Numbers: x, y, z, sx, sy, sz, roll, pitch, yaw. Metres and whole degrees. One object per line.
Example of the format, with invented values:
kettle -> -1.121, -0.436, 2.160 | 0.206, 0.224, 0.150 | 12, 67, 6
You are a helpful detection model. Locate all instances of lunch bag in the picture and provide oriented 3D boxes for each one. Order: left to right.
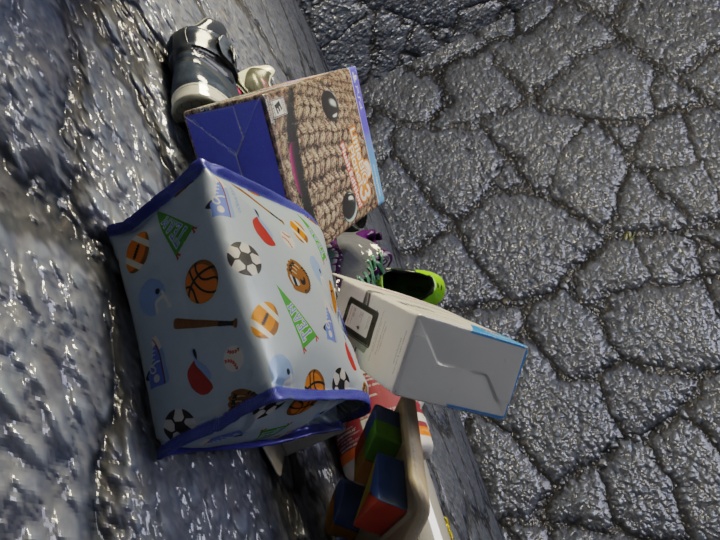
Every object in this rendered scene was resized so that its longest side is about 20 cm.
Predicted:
lunch bag -> -0.072, 0.039, 0.507 | 0.199, 0.123, 0.172 | 14, 53, -61

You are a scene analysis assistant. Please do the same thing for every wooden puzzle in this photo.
wooden puzzle -> 0.005, 0.214, 0.603 | 0.186, 0.046, 0.203 | -91, -162, -70

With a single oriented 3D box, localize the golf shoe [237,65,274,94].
golf shoe -> -0.107, -0.172, 0.895 | 0.077, 0.088, 0.202 | 4, -54, 61

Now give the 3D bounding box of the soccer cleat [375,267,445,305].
soccer cleat -> 0.013, 0.022, 0.903 | 0.081, 0.197, 0.069 | 39, 50, -73

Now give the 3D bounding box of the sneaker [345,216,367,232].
sneaker -> -0.041, -0.137, 1.126 | 0.080, 0.073, 0.201 | 52, -16, 28

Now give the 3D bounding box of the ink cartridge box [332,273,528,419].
ink cartridge box -> 0.044, 0.063, 0.628 | 0.115, 0.069, 0.200 | 18, 2, -24

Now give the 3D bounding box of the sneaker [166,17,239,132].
sneaker -> -0.154, -0.196, 0.794 | 0.203, 0.076, 0.148 | 52, 20, -60

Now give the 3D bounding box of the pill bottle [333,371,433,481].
pill bottle -> 0.008, 0.142, 0.833 | 0.113, 0.112, 0.202 | 52, 18, -62

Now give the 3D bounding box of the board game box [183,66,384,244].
board game box -> -0.069, -0.115, 0.722 | 0.200, 0.096, 0.162 | -43, 124, -56

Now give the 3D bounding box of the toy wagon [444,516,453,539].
toy wagon -> 0.104, 0.392, 1.076 | 0.201, 0.039, 0.157 | 59, 12, -52

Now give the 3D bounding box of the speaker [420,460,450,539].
speaker -> 0.067, 0.315, 0.876 | 0.081, 0.080, 0.202 | 55, 15, -56

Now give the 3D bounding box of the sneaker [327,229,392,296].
sneaker -> 0.000, 0.000, 0.817 | 0.201, 0.086, 0.075 | -103, -179, -58

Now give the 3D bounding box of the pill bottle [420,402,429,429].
pill bottle -> 0.029, 0.154, 0.978 | 0.104, 0.103, 0.202 | -72, 140, -78

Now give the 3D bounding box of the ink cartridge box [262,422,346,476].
ink cartridge box -> -0.061, 0.094, 0.663 | 0.200, 0.067, 0.118 | -81, 148, -75
